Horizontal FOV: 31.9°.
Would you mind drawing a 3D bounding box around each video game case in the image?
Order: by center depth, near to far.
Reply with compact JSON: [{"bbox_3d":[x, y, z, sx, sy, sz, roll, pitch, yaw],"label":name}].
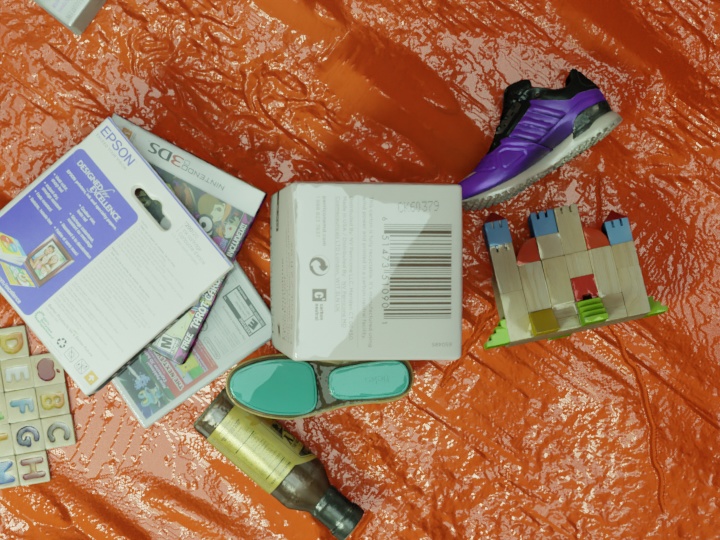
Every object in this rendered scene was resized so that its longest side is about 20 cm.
[{"bbox_3d":[-0.218,-0.032,1.303,0.180,0.036,0.202,27,90,-1],"label":"video game case"},{"bbox_3d":[-0.211,0.033,1.334,0.181,0.023,0.201,-35,92,-1],"label":"video game case"}]

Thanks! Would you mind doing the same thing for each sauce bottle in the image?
[{"bbox_3d":[-0.083,0.204,1.320,0.200,0.065,0.065,41,89,-4],"label":"sauce bottle"}]

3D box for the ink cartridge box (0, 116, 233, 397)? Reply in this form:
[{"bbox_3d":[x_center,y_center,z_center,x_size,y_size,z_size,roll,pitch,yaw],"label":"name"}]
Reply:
[{"bbox_3d":[-0.259,-0.014,1.262,0.199,0.043,0.199,-40,91,2],"label":"ink cartridge box"}]

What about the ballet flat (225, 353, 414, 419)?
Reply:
[{"bbox_3d":[-0.043,0.118,1.317,0.197,0.063,0.070,0,94,-7],"label":"ballet flat"}]

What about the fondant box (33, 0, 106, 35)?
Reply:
[{"bbox_3d":[-0.331,-0.366,1.308,0.199,0.058,0.145,38,89,-1],"label":"fondant box"}]

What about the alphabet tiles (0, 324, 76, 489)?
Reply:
[{"bbox_3d":[-0.407,0.151,1.335,0.197,0.006,0.169,-9,90,-2],"label":"alphabet tiles"}]

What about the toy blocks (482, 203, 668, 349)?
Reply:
[{"bbox_3d":[0.212,-0.004,1.320,0.197,0.100,0.139,-12,80,-1],"label":"toy blocks"}]

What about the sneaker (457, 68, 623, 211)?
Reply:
[{"bbox_3d":[0.169,-0.143,1.327,0.199,0.070,0.100,-31,85,-5],"label":"sneaker"}]

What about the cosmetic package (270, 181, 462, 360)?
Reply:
[{"bbox_3d":[0.000,0.000,1.243,0.162,0.200,0.168,0,90,-10],"label":"cosmetic package"}]
